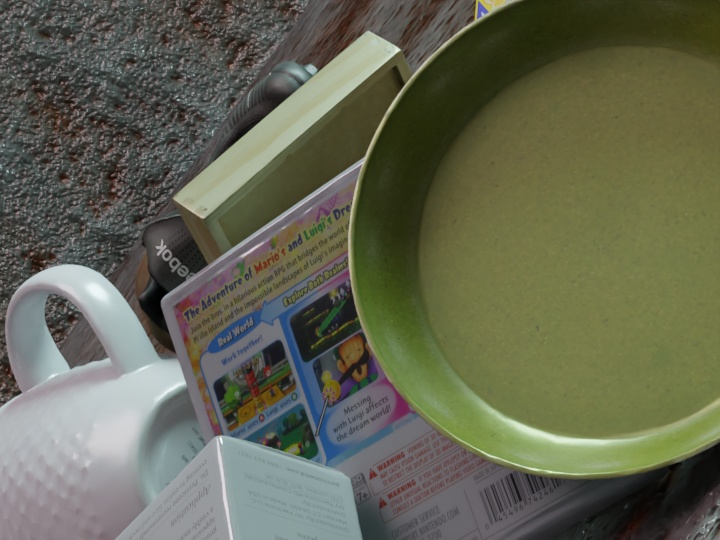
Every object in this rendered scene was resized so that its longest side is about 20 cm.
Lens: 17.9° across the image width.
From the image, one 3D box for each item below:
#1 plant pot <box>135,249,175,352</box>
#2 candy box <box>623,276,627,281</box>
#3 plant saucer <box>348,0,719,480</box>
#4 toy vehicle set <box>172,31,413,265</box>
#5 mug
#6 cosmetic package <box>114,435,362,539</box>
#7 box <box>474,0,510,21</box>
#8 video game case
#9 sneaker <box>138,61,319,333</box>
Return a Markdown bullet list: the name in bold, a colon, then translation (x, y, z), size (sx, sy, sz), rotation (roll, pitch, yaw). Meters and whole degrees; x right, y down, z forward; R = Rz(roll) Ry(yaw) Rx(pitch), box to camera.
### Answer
- **plant pot**: translation (-0.022, 0.016, 1.322), size (0.201, 0.093, 0.201), rotation (-19, -25, -9)
- **candy box**: translation (0.136, -0.031, 1.002), size (0.115, 0.055, 0.200), rotation (-38, 18, 53)
- **plant saucer**: translation (0.093, -0.015, 0.880), size (0.200, 0.200, 0.031), rotation (-54, -27, -1)
- **toy vehicle set**: translation (0.000, 0.000, 1.098), size (0.124, 0.200, 0.027), rotation (-41, 43, -17)
- **mug**: translation (-0.124, 0.092, 1.183), size (0.148, 0.200, 0.175), rotation (-25, 0, -33)
- **cosmetic package**: translation (-0.042, 0.174, 0.880), size (0.102, 0.074, 0.200), rotation (-46, 40, 33)
- **box**: translation (0.099, -0.106, 1.118), size (0.064, 0.070, 0.200), rotation (-11, 66, 43)
- **video game case**: translation (0.015, 0.045, 0.955), size (0.200, 0.024, 0.182), rotation (-33, 64, 30)
- **sneaker**: translation (-0.063, -0.025, 1.146), size (0.090, 0.066, 0.200), rotation (-39, -11, -34)
